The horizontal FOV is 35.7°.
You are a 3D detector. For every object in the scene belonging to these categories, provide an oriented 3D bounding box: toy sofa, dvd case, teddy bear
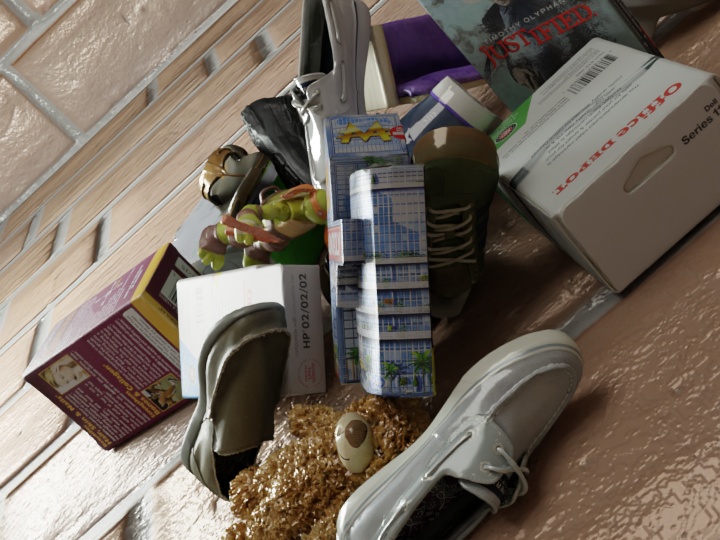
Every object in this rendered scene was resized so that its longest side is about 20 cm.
[{"bbox_3d":[0.078,-0.222,1.140,0.098,0.083,0.200,-2,15,46],"label":"toy sofa"},{"bbox_3d":[0.152,-0.199,0.935,0.146,0.200,0.022,-20,32,44],"label":"dvd case"},{"bbox_3d":[-0.035,0.152,0.813,0.200,0.067,0.145,-22,33,44],"label":"teddy bear"}]

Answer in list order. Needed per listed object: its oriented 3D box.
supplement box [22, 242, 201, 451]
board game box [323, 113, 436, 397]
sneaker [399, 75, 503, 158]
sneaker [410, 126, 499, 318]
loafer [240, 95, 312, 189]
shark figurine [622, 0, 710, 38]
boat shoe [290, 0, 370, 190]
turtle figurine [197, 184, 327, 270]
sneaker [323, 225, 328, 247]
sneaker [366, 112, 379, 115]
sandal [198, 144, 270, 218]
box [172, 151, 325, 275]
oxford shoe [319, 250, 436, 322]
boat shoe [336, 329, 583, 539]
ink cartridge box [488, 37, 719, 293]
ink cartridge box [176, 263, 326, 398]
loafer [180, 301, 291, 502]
[{"bbox_3d":[-0.240,0.085,1.203,0.200,0.131,0.103,-31,24,27],"label":"supplement box"},{"bbox_3d":[0.009,-0.019,0.806,0.062,0.200,0.200,-4,1,-4],"label":"board game box"},{"bbox_3d":[0.063,-0.090,0.993,0.146,0.081,0.200,-50,-13,10],"label":"sneaker"},{"bbox_3d":[0.070,-0.025,0.845,0.200,0.067,0.090,91,178,-70],"label":"sneaker"},{"bbox_3d":[-0.064,-0.131,1.180,0.070,0.068,0.201,-30,42,-6],"label":"loafer"},{"bbox_3d":[0.239,-0.238,1.028,0.128,0.090,0.214,-18,16,-32],"label":"shark figurine"},{"bbox_3d":[-0.036,-0.166,1.047,0.074,0.065,0.200,-11,75,46],"label":"boat shoe"},{"bbox_3d":[-0.079,-0.043,1.011,0.200,0.064,0.161,-8,-10,-44],"label":"turtle figurine"},{"bbox_3d":[-0.014,-0.090,1.194,0.073,0.077,0.200,-30,28,28],"label":"sneaker"},{"bbox_3d":[0.020,-0.117,1.121,0.084,0.121,0.200,-33,24,25],"label":"sneaker"},{"bbox_3d":[-0.145,-0.105,1.195,0.082,0.055,0.200,-62,21,8],"label":"sandal"},{"bbox_3d":[-0.124,-0.046,1.276,0.176,0.097,0.200,-27,28,38],"label":"box"},{"bbox_3d":[0.000,0.000,1.001,0.073,0.084,0.200,-50,21,-10],"label":"oxford shoe"},{"bbox_3d":[0.071,0.125,0.693,0.201,0.070,0.072,-45,33,7],"label":"boat shoe"},{"bbox_3d":[0.183,-0.086,0.834,0.147,0.083,0.200,-42,21,5],"label":"ink cartridge box"},{"bbox_3d":[-0.091,0.056,1.006,0.200,0.068,0.115,-8,84,55],"label":"ink cartridge box"},{"bbox_3d":[-0.090,0.109,0.895,0.070,0.075,0.200,50,138,35],"label":"loafer"}]
